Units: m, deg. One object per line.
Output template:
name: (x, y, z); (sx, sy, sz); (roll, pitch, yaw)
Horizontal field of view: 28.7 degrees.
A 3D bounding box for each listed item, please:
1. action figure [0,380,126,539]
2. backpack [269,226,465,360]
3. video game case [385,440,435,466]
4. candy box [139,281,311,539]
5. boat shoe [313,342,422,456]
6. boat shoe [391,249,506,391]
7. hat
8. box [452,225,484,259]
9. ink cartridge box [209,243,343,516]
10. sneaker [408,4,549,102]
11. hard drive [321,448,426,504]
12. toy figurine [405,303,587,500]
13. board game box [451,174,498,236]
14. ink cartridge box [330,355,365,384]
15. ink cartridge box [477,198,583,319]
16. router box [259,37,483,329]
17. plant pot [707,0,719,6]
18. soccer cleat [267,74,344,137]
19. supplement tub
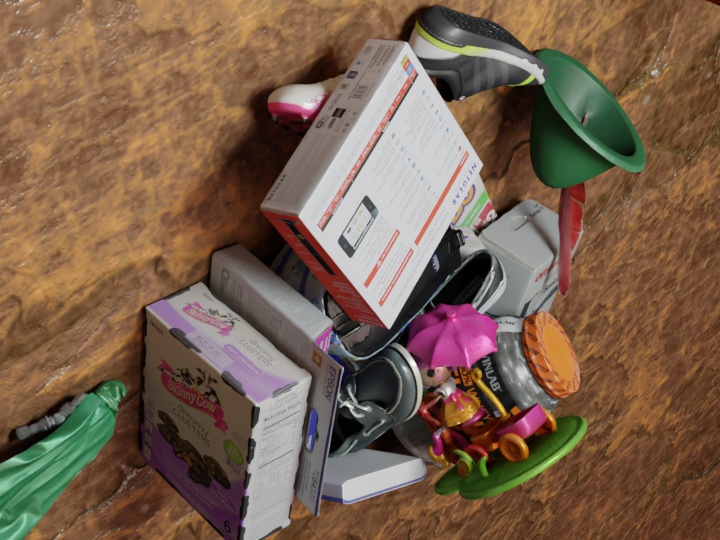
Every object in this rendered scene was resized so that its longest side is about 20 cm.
action figure: (-0.291, 0.174, 1.308); (0.200, 0.055, 0.118); (-44, 146, -24)
backpack: (0.000, 0.000, 1.415); (0.200, 0.153, 0.163); (-63, 143, -39)
video game case: (0.127, 0.179, 1.759); (0.200, 0.022, 0.182); (-36, -176, -22)
candy box: (-0.136, 0.141, 1.361); (0.071, 0.168, 0.200); (-25, 138, -36)
boat shoe: (0.004, 0.142, 1.463); (0.062, 0.073, 0.200); (-26, 164, -32)
boat shoe: (0.081, 0.059, 1.517); (0.199, 0.074, 0.068); (-43, 159, -1)
hat: (0.203, -0.117, 1.570); (0.165, 0.200, 0.176); (17, 131, -41)
box: (0.080, 0.037, 1.615); (0.041, 0.039, 0.200); (-5, 135, -36)
ink cartridge box: (-0.079, 0.105, 1.368); (0.043, 0.200, 0.197); (-23, 138, -37)
sneaker: (0.108, -0.210, 1.427); (0.200, 0.072, 0.083); (10, 121, -46)
hard drive: (-0.047, 0.214, 1.524); (0.132, 0.200, 0.025); (-8, 98, -47)
toy figurine: (0.106, 0.123, 1.457); (0.150, 0.184, 0.200); (-35, -174, -40)
board game box: (0.099, -0.070, 1.580); (0.096, 0.030, 0.200); (-46, 145, -9)
ink cartridge box: (-0.040, 0.136, 1.539); (0.099, 0.039, 0.200); (-38, 160, 6)
ink cartridge box: (0.172, 0.033, 1.676); (0.147, 0.083, 0.200); (-35, 150, -51)
router box: (0.016, -0.078, 1.291); (0.200, 0.049, 0.180); (-59, 137, -21)
plant pot: (0.394, -0.413, 1.474); (0.200, 0.200, 0.176); (-47, 136, -7)
soccer cleat: (-0.012, -0.161, 1.332); (0.200, 0.070, 0.087); (12, 87, -50)
supplement tub: (0.135, 0.127, 1.575); (0.200, 0.123, 0.122); (-27, 157, 26)
